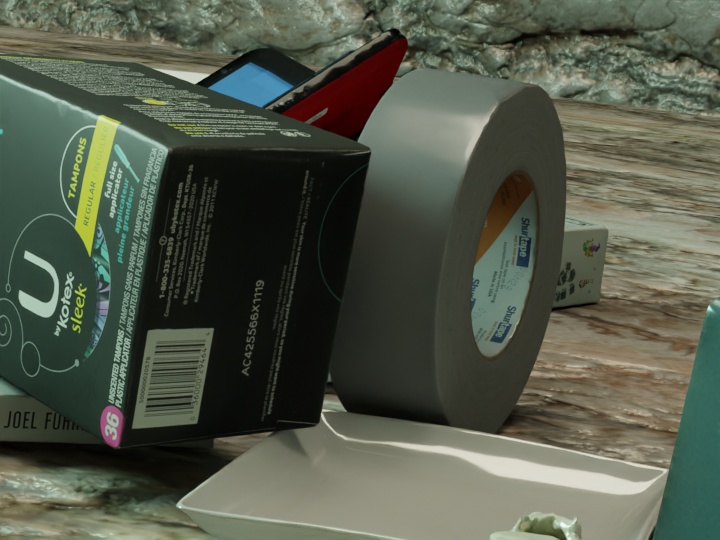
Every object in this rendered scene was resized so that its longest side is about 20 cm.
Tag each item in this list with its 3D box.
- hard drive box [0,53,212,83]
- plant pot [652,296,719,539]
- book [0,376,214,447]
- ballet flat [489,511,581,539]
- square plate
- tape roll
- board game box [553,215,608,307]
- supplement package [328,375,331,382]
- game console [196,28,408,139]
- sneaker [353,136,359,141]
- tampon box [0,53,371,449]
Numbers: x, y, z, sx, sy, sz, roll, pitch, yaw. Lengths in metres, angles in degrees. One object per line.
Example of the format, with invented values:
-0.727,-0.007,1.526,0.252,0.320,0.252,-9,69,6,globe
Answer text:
-0.195,-0.072,1.466,0.200,0.077,0.156,5,47,1,hard drive box
0.246,0.102,0.819,0.200,0.141,0.141,22,19,39,plant pot
-0.190,0.060,1.067,0.200,0.048,0.134,4,12,-24,book
0.044,0.133,0.735,0.072,0.072,0.200,9,12,17,ballet flat
0.040,0.111,0.945,0.200,0.028,0.198,9,12,15,square plate
0.051,-0.008,1.112,0.066,0.200,0.200,11,12,22,tape roll
0.068,-0.013,1.520,0.147,0.064,0.200,15,14,40,board game box
0.000,0.000,1.277,0.200,0.114,0.109,-6,14,-44,supplement package
-0.090,-0.108,1.358,0.200,0.119,0.172,-35,-13,-25,game console
-0.011,-0.042,1.412,0.085,0.078,0.200,0,37,38,sneaker
-0.117,-0.016,1.021,0.126,0.150,0.200,-2,17,-43,tampon box
